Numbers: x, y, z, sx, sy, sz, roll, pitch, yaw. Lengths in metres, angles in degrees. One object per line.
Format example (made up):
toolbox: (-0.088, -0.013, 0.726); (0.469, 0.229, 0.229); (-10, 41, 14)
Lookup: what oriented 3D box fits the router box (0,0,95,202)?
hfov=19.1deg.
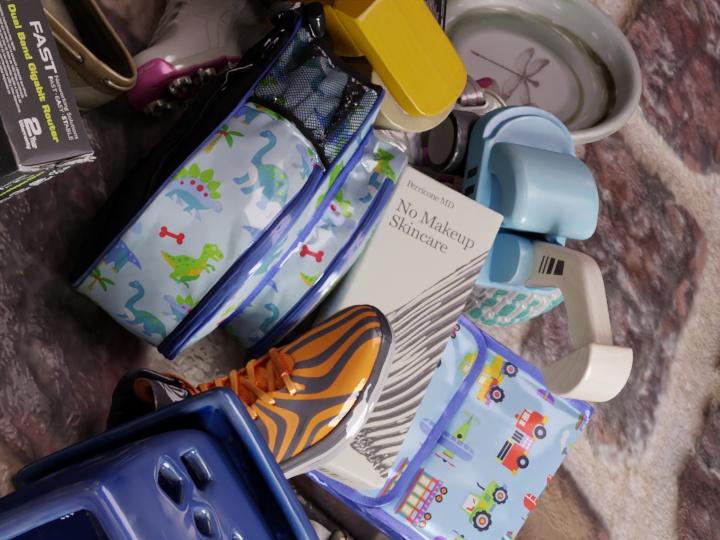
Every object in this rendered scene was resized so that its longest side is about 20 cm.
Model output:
router box: (-0.249, -0.129, 1.225); (0.062, 0.149, 0.201); (-17, 86, -51)

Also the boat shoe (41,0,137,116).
boat shoe: (-0.213, -0.195, 1.368); (0.073, 0.063, 0.201); (-37, 102, -51)

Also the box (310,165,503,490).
box: (0.014, 0.039, 1.405); (0.082, 0.068, 0.201); (25, 79, -8)

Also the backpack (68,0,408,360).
backpack: (-0.073, -0.036, 1.352); (0.147, 0.183, 0.200); (42, 47, -4)

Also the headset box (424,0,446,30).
headset box: (-0.022, -0.258, 1.584); (0.200, 0.077, 0.149); (45, 28, -26)

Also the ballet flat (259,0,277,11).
ballet flat: (-0.045, -0.209, 1.484); (0.200, 0.057, 0.067); (37, 34, -24)

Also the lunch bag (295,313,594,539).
lunch bag: (0.034, 0.099, 1.476); (0.200, 0.094, 0.151); (37, 79, -19)

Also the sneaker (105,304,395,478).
sneaker: (-0.075, 0.082, 1.300); (0.112, 0.200, 0.078); (36, 14, -41)

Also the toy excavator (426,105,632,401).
toy excavator: (0.123, -0.017, 1.474); (0.099, 0.200, 0.196); (9, 89, -27)

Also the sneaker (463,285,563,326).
sneaker: (0.079, -0.020, 1.619); (0.199, 0.077, 0.092); (20, 50, -39)

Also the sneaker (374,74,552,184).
sneaker: (0.061, -0.109, 1.592); (0.199, 0.081, 0.089); (14, 103, -29)

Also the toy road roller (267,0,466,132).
toy road roller: (0.013, -0.204, 1.424); (0.146, 0.123, 0.200); (-42, 114, -20)

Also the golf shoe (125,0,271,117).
golf shoe: (-0.114, -0.166, 1.473); (0.092, 0.075, 0.200); (57, 31, 0)

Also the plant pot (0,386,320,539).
plant pot: (-0.126, 0.190, 1.195); (0.201, 0.199, 0.180); (61, 32, -9)

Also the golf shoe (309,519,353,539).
golf shoe: (-0.004, 0.208, 1.416); (0.199, 0.078, 0.095); (3, 70, -50)

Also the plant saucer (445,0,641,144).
plant saucer: (0.126, -0.164, 1.724); (0.199, 0.050, 0.201); (13, 46, -13)
